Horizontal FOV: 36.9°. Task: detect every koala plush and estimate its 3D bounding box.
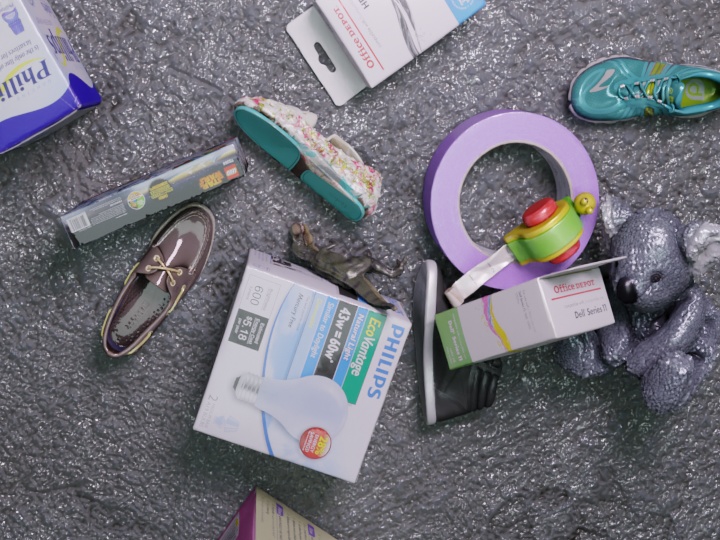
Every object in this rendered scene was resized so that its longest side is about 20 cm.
[{"bbox_3d":[0.327,0.016,1.214,0.183,0.176,0.203,-32,127,-35],"label":"koala plush"}]

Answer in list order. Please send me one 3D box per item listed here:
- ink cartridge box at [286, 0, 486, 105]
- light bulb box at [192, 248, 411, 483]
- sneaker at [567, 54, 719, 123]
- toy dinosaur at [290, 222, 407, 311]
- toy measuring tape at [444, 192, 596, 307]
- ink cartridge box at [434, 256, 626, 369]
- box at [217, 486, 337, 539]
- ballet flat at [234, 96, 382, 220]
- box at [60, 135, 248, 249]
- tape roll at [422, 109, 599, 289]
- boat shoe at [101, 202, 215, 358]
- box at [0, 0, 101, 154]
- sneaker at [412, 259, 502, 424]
[{"bbox_3d":[0.026,-0.284,1.201,0.199,0.068,0.117,-36,101,3],"label":"ink cartridge box"},{"bbox_3d":[-0.067,0.107,1.238,0.196,0.125,0.202,18,99,-7],"label":"light bulb box"},{"bbox_3d":[0.337,-0.209,1.237,0.196,0.080,0.079,-4,101,-4],"label":"sneaker"},{"bbox_3d":[0.000,0.000,1.226,0.087,0.199,0.048,-13,123,-40],"label":"toy dinosaur"},{"bbox_3d":[0.182,-0.021,1.198,0.199,0.074,0.074,-36,102,2],"label":"toy measuring tape"},{"bbox_3d":[0.192,0.047,1.172,0.116,0.198,0.069,-10,80,-43],"label":"ink cartridge box"},{"bbox_3d":[-0.070,0.375,1.261,0.198,0.176,0.097,35,96,-11],"label":"box"},{"bbox_3d":[-0.055,-0.137,1.223,0.199,0.075,0.064,41,61,-15],"label":"ballet flat"},{"bbox_3d":[-0.220,-0.088,1.181,0.197,0.137,0.041,-23,102,0],"label":"box"},{"bbox_3d":[0.173,-0.083,1.254,0.196,0.066,0.205,-1,101,-4],"label":"tape roll"},{"bbox_3d":[-0.232,0.014,1.238,0.071,0.060,0.201,35,96,-10],"label":"boat shoe"},{"bbox_3d":[-0.368,-0.236,1.117,0.104,0.184,0.203,-27,102,-1],"label":"box"},{"bbox_3d":[0.117,0.081,1.280,0.097,0.071,0.204,-6,107,-6],"label":"sneaker"}]
